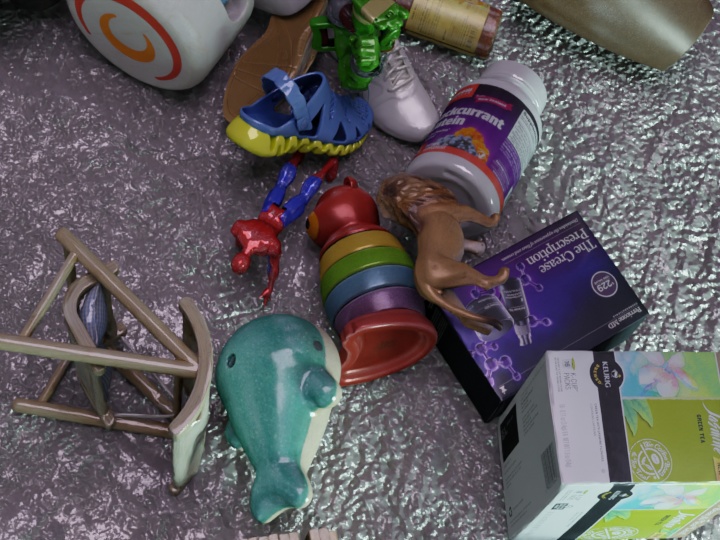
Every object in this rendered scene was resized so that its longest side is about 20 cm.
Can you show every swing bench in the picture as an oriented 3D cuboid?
[{"bbox_3d":[-0.224,0.093,1.265,0.198,0.199,0.131,26,64,3],"label":"swing bench"}]

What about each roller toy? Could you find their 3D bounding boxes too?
[{"bbox_3d":[-0.215,-0.303,1.458,0.182,0.200,0.140,34,65,-4],"label":"roller toy"}]

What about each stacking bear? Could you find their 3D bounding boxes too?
[{"bbox_3d":[0.000,0.000,1.399,0.112,0.122,0.202,-8,59,-19],"label":"stacking bear"}]

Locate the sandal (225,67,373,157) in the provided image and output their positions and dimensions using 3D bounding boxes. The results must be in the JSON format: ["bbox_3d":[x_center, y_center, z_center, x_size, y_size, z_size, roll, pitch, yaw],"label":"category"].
[{"bbox_3d":[-0.052,-0.174,1.442,0.079,0.088,0.199,37,29,28],"label":"sandal"}]

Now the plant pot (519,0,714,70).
[{"bbox_3d":[0.312,-0.336,1.575,0.199,0.187,0.188,38,65,-7],"label":"plant pot"}]

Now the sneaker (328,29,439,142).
[{"bbox_3d":[0.023,-0.233,1.521,0.070,0.080,0.201,-30,75,-22],"label":"sneaker"}]

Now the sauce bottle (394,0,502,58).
[{"bbox_3d":[0.066,-0.309,1.569,0.198,0.066,0.067,20,64,-2],"label":"sauce bottle"}]

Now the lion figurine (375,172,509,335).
[{"bbox_3d":[0.080,-0.021,1.342,0.121,0.073,0.201,17,34,-18],"label":"lion figurine"}]

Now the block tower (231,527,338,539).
[{"bbox_3d":[-0.116,0.288,1.275,0.197,0.054,0.058,-7,66,-13],"label":"block tower"}]

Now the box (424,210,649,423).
[{"bbox_3d":[0.182,0.048,1.421,0.199,0.079,0.142,-28,75,-20],"label":"box"}]

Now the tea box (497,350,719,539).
[{"bbox_3d":[0.254,0.174,1.304,0.194,0.200,0.135,0,65,-9],"label":"tea box"}]

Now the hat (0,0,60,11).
[{"bbox_3d":[-0.364,-0.337,1.485,0.081,0.199,0.203,37,57,-37],"label":"hat"}]

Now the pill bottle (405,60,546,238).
[{"bbox_3d":[0.134,-0.140,1.470,0.111,0.112,0.201,29,53,5],"label":"pill bottle"}]

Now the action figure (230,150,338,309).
[{"bbox_3d":[-0.093,-0.043,1.431,0.065,0.100,0.200,26,42,7],"label":"action figure"}]

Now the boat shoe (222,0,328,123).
[{"bbox_3d":[-0.087,-0.234,1.508,0.073,0.069,0.201,23,72,19],"label":"boat shoe"}]

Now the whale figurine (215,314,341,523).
[{"bbox_3d":[-0.088,0.136,1.293,0.103,0.158,0.202,27,51,-37],"label":"whale figurine"}]

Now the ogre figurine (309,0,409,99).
[{"bbox_3d":[-0.003,-0.276,1.427,0.097,0.120,0.202,-16,67,-19],"label":"ogre figurine"}]

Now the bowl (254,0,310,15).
[{"bbox_3d":[-0.093,-0.404,1.516,0.199,0.075,0.201,32,81,38],"label":"bowl"}]
